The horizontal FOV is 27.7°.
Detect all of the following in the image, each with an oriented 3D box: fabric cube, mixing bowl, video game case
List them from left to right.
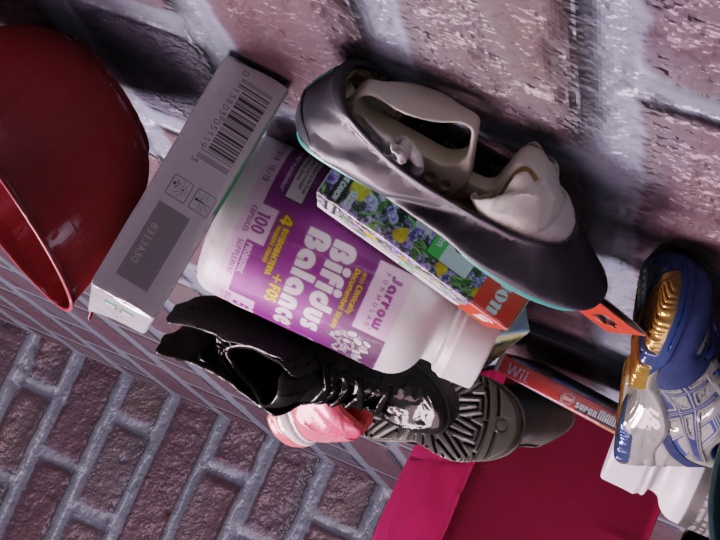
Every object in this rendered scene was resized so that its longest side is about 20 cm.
[{"bbox_3d":[-0.209,-0.085,0.962,0.200,0.108,0.201,46,161,21],"label":"mixing bowl"},{"bbox_3d":[0.154,0.224,1.403,0.194,0.202,0.199,28,168,-11],"label":"fabric cube"},{"bbox_3d":[0.212,0.121,1.170,0.198,0.018,0.143,27,-177,21],"label":"video game case"}]

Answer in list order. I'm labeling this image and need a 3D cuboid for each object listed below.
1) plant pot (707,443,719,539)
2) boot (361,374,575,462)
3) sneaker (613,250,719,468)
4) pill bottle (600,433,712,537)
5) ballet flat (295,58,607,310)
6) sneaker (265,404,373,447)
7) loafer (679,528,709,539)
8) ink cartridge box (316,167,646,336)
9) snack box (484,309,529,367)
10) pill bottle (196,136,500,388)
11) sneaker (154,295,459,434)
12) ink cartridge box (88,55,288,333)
[{"bbox_3d":[0.302,0.143,0.815,0.198,0.203,0.161,19,175,22],"label":"plant pot"},{"bbox_3d":[0.110,0.120,1.172,0.180,0.074,0.199,8,173,45],"label":"boot"},{"bbox_3d":[0.206,0.056,0.890,0.087,0.076,0.201,7,149,10],"label":"sneaker"},{"bbox_3d":[0.276,0.138,1.012,0.198,0.115,0.114,22,168,10],"label":"pill bottle"},{"bbox_3d":[0.058,-0.049,0.773,0.199,0.074,0.073,32,167,-4],"label":"ballet flat"},{"bbox_3d":[-0.030,0.036,1.099,0.086,0.203,0.073,1,-164,37],"label":"sneaker"},{"bbox_3d":[0.260,0.206,1.060,0.063,0.072,0.200,36,-157,2],"label":"loafer"},{"bbox_3d":[0.066,-0.003,0.866,0.199,0.051,0.109,36,178,0],"label":"ink cartridge box"},{"bbox_3d":[0.057,0.056,1.150,0.114,0.038,0.200,-9,170,-7],"label":"snack box"},{"bbox_3d":[0.000,0.000,0.974,0.198,0.113,0.112,24,168,2],"label":"pill bottle"},{"bbox_3d":[-0.034,0.072,1.011,0.199,0.104,0.060,34,128,9],"label":"sneaker"},{"bbox_3d":[-0.117,-0.036,0.934,0.050,0.162,0.200,30,167,-4],"label":"ink cartridge box"}]
